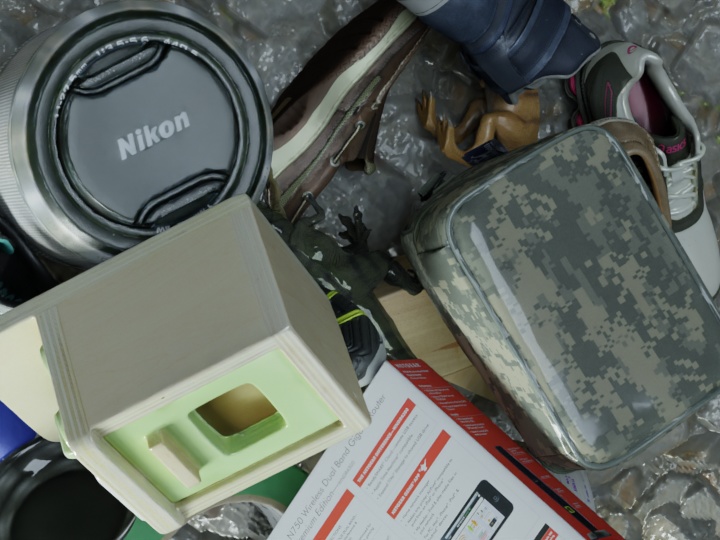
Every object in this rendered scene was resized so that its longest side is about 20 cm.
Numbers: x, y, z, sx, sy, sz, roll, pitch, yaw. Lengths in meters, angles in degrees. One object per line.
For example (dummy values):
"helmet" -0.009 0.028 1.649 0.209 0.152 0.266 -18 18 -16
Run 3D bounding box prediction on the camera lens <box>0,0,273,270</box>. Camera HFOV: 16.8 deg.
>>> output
"camera lens" -0.150 -0.080 1.500 0.159 0.200 0.161 0 91 -18

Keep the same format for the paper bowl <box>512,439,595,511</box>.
"paper bowl" 0.073 0.207 1.575 0.104 0.201 0.202 9 88 -15

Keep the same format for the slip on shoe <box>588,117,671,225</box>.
"slip on shoe" 0.173 0.003 1.580 0.075 0.061 0.201 -5 107 -12

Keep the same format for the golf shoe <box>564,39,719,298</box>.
"golf shoe" 0.203 -0.062 1.676 0.077 0.088 0.201 -27 100 -18

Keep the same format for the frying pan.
"frying pan" -0.158 0.122 1.512 0.190 0.115 0.031 -42 138 -20

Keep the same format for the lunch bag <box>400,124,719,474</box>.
"lunch bag" 0.116 0.018 1.502 0.139 0.168 0.201 -33 94 -18

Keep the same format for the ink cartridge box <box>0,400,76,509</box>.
"ink cartridge box" -0.205 0.110 1.565 0.199 0.044 0.095 26 81 -17

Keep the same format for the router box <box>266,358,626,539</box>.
"router box" 0.036 0.186 1.476 0.179 0.049 0.201 42 109 24

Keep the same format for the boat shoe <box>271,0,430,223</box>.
"boat shoe" -0.017 -0.095 1.616 0.202 0.075 0.075 -46 109 -2

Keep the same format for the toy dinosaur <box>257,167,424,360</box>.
"toy dinosaur" 0.000 0.000 1.560 0.200 0.048 0.088 44 38 6

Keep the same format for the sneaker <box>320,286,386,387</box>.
"sneaker" -0.056 0.061 1.549 0.077 0.199 0.076 54 52 -31

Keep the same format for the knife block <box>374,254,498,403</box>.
"knife block" 0.101 -0.005 1.630 0.199 0.064 0.176 24 100 -16

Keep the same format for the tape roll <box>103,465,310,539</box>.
"tape roll" -0.096 0.212 1.568 0.199 0.048 0.202 -7 103 -34

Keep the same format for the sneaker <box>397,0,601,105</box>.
"sneaker" 0.097 -0.203 1.625 0.146 0.077 0.203 39 44 -25

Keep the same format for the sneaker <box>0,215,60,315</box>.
"sneaker" -0.251 -0.027 1.510 0.200 0.079 0.075 44 59 5

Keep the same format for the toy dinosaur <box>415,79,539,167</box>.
"toy dinosaur" 0.098 -0.091 1.655 0.105 0.060 0.202 -4 92 -20

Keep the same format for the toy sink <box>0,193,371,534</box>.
"toy sink" -0.115 0.069 1.423 0.199 0.130 0.112 -26 54 8
